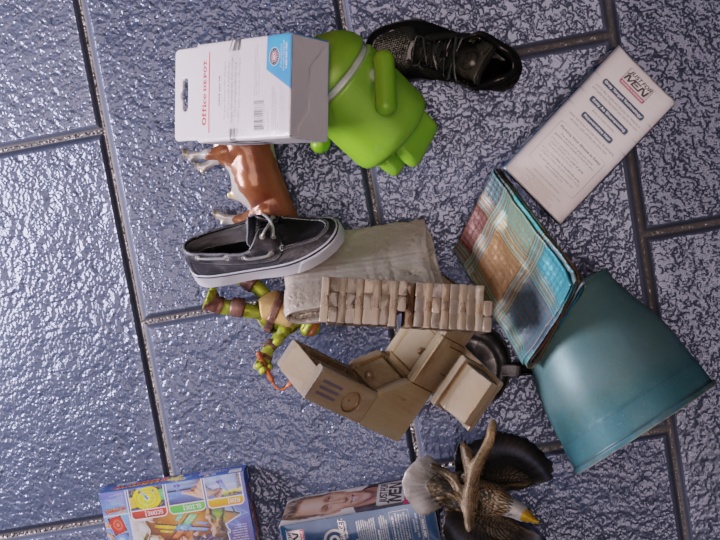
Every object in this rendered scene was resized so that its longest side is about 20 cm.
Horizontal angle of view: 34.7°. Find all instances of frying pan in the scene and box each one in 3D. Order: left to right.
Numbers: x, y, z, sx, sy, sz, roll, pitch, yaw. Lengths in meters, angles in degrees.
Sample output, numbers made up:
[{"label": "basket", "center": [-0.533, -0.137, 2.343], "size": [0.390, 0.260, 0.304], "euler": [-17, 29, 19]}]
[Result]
[{"label": "frying pan", "center": [0.171, 0.140, 1.483], "size": [0.188, 0.031, 0.116], "euler": [25, 99, 3]}]

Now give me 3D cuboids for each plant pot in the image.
[{"label": "plant pot", "center": [0.291, 0.113, 1.395], "size": [0.199, 0.200, 0.189], "euler": [-34, 78, 7]}]

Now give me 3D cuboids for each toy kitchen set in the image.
[{"label": "toy kitchen set", "center": [0.050, 0.102, 1.377], "size": [0.179, 0.163, 0.201], "euler": [29, 99, -39]}]

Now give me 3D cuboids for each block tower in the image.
[{"label": "block tower", "center": [0.051, 0.041, 1.341], "size": [0.197, 0.058, 0.055], "euler": [4, 84, -4]}]

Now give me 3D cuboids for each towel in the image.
[{"label": "towel", "center": [0.000, 0.000, 1.423], "size": [0.197, 0.134, 0.035], "euler": [-7, 136, -2]}, {"label": "towel", "center": [0.182, -0.003, 1.373], "size": [0.021, 0.201, 0.148], "euler": [-5, 137, -31]}]

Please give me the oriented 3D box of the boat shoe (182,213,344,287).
[{"label": "boat shoe", "center": [-0.119, -0.037, 1.404], "size": [0.197, 0.072, 0.068], "euler": [-11, 136, 9]}]

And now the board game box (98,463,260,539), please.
[{"label": "board game box", "center": [-0.235, 0.340, 1.523], "size": [0.197, 0.034, 0.138], "euler": [-9, 97, 4]}]

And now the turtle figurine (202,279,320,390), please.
[{"label": "turtle figurine", "center": [-0.109, 0.038, 1.468], "size": [0.160, 0.064, 0.202], "euler": [26, 77, -1]}]

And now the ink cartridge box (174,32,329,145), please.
[{"label": "ink cartridge box", "center": [-0.129, -0.208, 1.351], "size": [0.198, 0.066, 0.118], "euler": [4, 94, 41]}]

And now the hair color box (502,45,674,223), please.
[{"label": "hair color box", "center": [0.277, -0.165, 1.415], "size": [0.100, 0.061, 0.200], "euler": [43, 97, -2]}]

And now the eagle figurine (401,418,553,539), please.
[{"label": "eagle figurine", "center": [0.159, 0.279, 1.413], "size": [0.151, 0.200, 0.152], "euler": [-38, 66, 9]}]

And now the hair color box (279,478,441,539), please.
[{"label": "hair color box", "center": [0.001, 0.319, 1.475], "size": [0.197, 0.100, 0.061], "euler": [-11, 97, 4]}]

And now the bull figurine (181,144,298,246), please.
[{"label": "bull figurine", "center": [-0.148, -0.128, 1.451], "size": [0.120, 0.065, 0.203], "euler": [-19, 94, 7]}]

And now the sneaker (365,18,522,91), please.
[{"label": "sneaker", "center": [0.100, -0.263, 1.397], "size": [0.196, 0.114, 0.077], "euler": [14, 96, 4]}]

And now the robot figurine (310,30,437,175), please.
[{"label": "robot figurine", "center": [-0.002, -0.206, 1.394], "size": [0.200, 0.175, 0.116], "euler": [41, 62, -19]}]
